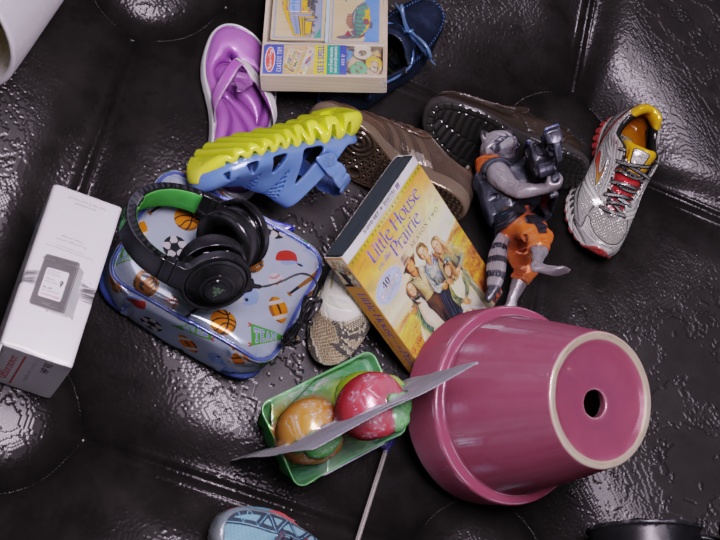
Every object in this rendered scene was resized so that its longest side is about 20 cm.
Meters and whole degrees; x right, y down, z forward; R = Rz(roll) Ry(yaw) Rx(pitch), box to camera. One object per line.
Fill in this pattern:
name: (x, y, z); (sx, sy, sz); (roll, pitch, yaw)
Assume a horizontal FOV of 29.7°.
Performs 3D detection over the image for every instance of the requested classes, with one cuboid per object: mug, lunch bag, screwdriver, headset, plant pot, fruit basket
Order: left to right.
mug: (-0.366, -0.293, 1.307); (0.186, 0.149, 0.153); (41, 53, -11)
lunch bag: (-0.140, 0.002, 1.324); (0.200, 0.076, 0.161); (31, 60, -8)
headset: (-0.129, -0.003, 1.246); (0.199, 0.094, 0.124); (27, 34, -4)
fruit basket: (-0.006, 0.139, 1.257); (0.185, 0.200, 0.094); (-25, 96, -28)
screwdriver: (0.017, 0.192, 1.344); (0.029, 0.028, 0.200); (15, 63, 18)
plant pot: (0.174, 0.129, 1.319); (0.199, 0.179, 0.201); (5, 81, -33)

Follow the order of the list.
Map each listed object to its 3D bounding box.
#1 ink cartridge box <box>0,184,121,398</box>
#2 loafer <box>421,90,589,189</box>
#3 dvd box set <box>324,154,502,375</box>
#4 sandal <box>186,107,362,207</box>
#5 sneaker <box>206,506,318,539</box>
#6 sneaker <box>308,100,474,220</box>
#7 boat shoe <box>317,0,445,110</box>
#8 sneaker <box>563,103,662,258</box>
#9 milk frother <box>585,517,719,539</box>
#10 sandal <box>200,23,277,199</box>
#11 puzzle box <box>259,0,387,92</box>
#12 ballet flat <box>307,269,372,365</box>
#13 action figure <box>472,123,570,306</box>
ink cartridge box: (-0.284, 0.039, 1.227); (0.066, 0.116, 0.201); (20, 65, -15)
loafer: (0.158, -0.150, 1.513); (0.199, 0.073, 0.071); (21, 37, -16)
dvd box set: (0.059, 0.004, 1.375); (0.146, 0.029, 0.200); (-55, 126, -29)
sandal: (-0.078, -0.101, 1.340); (0.199, 0.079, 0.087); (-17, 109, -30)
sneaker: (-0.044, 0.269, 1.249); (0.200, 0.096, 0.079); (29, 62, -10)
sneaker: (0.034, -0.126, 1.458); (0.200, 0.070, 0.076); (34, 43, -11)
boat shoe: (0.037, -0.234, 1.486); (0.084, 0.069, 0.200); (39, 61, -5)
sneaker: (0.289, -0.107, 1.534); (0.078, 0.082, 0.201); (24, 64, -12)
milk frother: (0.331, 0.338, 1.320); (0.180, 0.200, 0.189); (8, 68, -23)
sandal: (-0.121, -0.170, 1.409); (0.082, 0.050, 0.203); (4, 69, -21)
puzzle box: (-0.037, -0.272, 1.447); (0.132, 0.025, 0.201); (0, 55, 0)
ballet flat: (0.000, 0.000, 1.379); (0.068, 0.075, 0.200); (22, 61, 17)
action figure: (0.161, -0.069, 1.409); (0.104, 0.200, 0.194); (-10, 64, -2)
